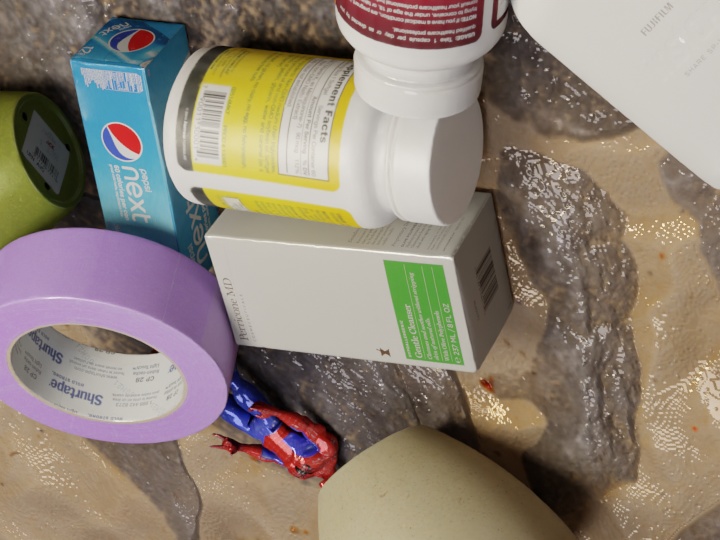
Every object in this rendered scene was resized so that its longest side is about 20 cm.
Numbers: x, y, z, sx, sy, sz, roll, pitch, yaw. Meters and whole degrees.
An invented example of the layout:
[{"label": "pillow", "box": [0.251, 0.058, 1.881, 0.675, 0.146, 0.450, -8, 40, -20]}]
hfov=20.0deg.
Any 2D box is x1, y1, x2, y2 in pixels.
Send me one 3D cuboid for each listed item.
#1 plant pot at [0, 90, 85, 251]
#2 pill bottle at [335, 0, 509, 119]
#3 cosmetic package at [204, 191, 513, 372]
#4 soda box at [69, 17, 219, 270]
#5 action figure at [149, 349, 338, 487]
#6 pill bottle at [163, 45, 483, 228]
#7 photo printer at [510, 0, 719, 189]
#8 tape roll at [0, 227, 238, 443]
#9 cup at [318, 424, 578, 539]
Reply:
[{"label": "plant pot", "box": [-0.318, -0.060, 1.568, 0.199, 0.187, 0.188, -18, 115, 23]}, {"label": "pill bottle", "box": [0.040, -0.200, 1.282, 0.113, 0.113, 0.201, 17, 130, 18]}, {"label": "cosmetic package", "box": [0.000, 0.000, 1.480, 0.199, 0.085, 0.108, 4, 128, 26]}, {"label": "soda box", "box": [-0.155, -0.083, 1.514, 0.064, 0.068, 0.201, 9, 128, 21]}, {"label": "action figure", "box": [-0.085, 0.120, 1.649, 0.200, 0.052, 0.065, 39, 129, -5]}, {"label": "pill bottle", "box": [-0.024, -0.090, 1.404, 0.199, 0.114, 0.115, 9, 128, 24]}, {"label": "photo printer", "box": [0.199, -0.165, 1.248, 0.200, 0.070, 0.166, 40, 134, -3]}, {"label": "tape roll", "box": [-0.192, 0.052, 1.540, 0.199, 0.066, 0.200, 7, 144, 5]}, {"label": "cup", "box": [0.046, 0.205, 1.559, 0.144, 0.200, 0.200, 56, 136, 16]}]
